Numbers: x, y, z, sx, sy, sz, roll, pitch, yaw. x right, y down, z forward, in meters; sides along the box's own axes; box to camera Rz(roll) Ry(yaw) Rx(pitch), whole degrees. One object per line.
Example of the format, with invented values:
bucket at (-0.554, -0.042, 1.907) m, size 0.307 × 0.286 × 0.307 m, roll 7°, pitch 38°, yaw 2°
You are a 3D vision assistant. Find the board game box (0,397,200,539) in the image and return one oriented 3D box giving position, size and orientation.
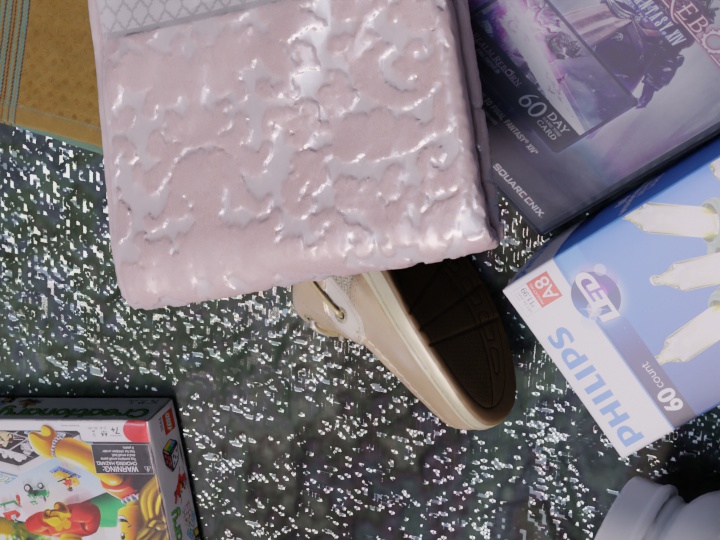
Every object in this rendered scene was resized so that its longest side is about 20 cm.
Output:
board game box at (-0.184, 0.132, 1.518) m, size 0.199 × 0.035 × 0.127 m, roll -1°, pitch 111°, yaw 24°

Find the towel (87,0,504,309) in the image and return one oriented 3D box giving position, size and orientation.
towel at (-0.038, -0.088, 1.286) m, size 0.199 × 0.032 × 0.192 m, roll -9°, pitch 89°, yaw 30°

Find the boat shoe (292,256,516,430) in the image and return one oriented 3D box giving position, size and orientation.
boat shoe at (0.000, 0.000, 1.363) m, size 0.065 × 0.072 × 0.200 m, roll -39°, pitch 86°, yaw 35°

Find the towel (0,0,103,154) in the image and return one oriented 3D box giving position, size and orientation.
towel at (-0.114, -0.128, 1.355) m, size 0.199 × 0.022 × 0.148 m, roll 15°, pitch 100°, yaw 27°

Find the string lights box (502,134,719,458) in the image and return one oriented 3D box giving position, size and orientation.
string lights box at (0.177, -0.007, 1.286) m, size 0.200 × 0.059 × 0.103 m, roll -33°, pitch 96°, yaw 31°

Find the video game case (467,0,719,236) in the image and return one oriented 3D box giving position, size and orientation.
video game case at (0.111, -0.110, 1.267) m, size 0.200 × 0.019 × 0.143 m, roll -31°, pitch 113°, yaw 36°

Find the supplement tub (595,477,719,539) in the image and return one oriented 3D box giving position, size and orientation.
supplement tub at (0.197, 0.191, 1.301) m, size 0.199 × 0.145 × 0.146 m, roll 22°, pitch 118°, yaw 14°
